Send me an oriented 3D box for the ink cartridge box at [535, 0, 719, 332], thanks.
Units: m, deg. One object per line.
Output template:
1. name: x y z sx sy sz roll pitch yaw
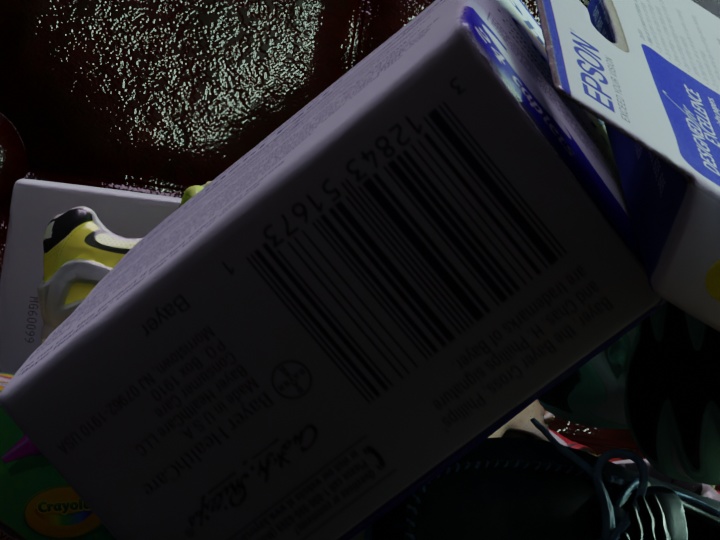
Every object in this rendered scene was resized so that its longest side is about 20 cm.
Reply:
1. ink cartridge box: 0.123 -0.029 0.631 0.200 0.047 0.198 28 24 -13

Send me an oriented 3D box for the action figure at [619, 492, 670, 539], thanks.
1. action figure: 0.194 0.103 0.669 0.200 0.102 0.119 8 -13 -25

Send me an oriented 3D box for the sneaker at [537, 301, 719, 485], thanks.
1. sneaker: 0.152 0.026 0.701 0.140 0.078 0.200 1 7 -14

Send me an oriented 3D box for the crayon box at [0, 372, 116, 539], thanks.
1. crayon box: -0.124 0.079 0.839 0.119 0.058 0.200 8 -2 9

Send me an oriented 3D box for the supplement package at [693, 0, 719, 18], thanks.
1. supplement package: 0.237 -0.043 1.002 0.200 0.147 0.191 10 -7 16

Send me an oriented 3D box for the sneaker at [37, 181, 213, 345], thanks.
1. sneaker: -0.035 -0.004 0.833 0.200 0.076 0.075 -11 0 -23

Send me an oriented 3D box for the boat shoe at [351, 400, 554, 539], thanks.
1. boat shoe: 0.045 0.065 0.850 0.065 0.071 0.200 37 45 6

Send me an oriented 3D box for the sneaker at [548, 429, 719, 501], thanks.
1. sneaker: 0.111 0.120 0.954 0.085 0.077 0.200 25 -5 -41

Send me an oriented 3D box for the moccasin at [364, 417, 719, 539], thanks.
1. moccasin: 0.098 0.098 0.739 0.200 0.081 0.068 9 -5 -32

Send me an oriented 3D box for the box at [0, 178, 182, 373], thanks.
1. box: -0.108 0.041 1.079 0.106 0.152 0.200 7 -3 15

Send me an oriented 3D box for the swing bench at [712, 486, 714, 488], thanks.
1. swing bench: 0.298 0.117 1.041 0.199 0.130 0.200 10 3 -24

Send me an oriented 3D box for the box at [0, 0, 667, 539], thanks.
1. box: 0.000 0.000 0.678 0.105 0.184 0.200 50 14 -8
